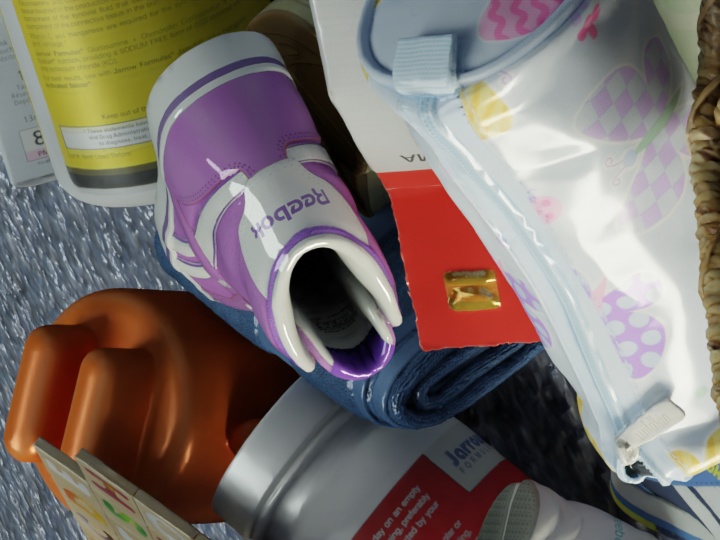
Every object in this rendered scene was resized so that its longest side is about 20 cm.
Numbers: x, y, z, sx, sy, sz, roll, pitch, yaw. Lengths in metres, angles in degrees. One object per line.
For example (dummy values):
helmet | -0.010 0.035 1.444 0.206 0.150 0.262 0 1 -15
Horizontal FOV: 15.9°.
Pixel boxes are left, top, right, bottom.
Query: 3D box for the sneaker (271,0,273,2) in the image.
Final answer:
sneaker | -0.093 -0.120 1.235 0.104 0.060 0.200 53 158 11

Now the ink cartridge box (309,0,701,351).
ink cartridge box | 0.073 -0.052 0.861 0.160 0.050 0.201 -4 118 16

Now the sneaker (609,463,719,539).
sneaker | 0.145 0.062 0.916 0.200 0.074 0.083 19 129 57

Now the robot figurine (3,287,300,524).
robot figurine | -0.086 0.067 1.271 0.143 0.199 0.117 -28 70 33

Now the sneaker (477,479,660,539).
sneaker | 0.061 0.169 0.995 0.071 0.080 0.201 -88 18 -50

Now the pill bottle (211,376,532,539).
pill bottle | 0.038 0.132 1.099 0.200 0.112 0.112 39 151 10

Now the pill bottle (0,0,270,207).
pill bottle | -0.102 -0.137 1.070 0.112 0.112 0.201 24 136 55

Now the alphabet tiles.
alphabet tiles | -0.071 0.146 1.160 0.167 0.008 0.200 33 162 21

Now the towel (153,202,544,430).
towel | 0.000 0.000 1.102 0.200 0.111 0.049 33 155 49

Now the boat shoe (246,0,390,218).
boat shoe | 0.005 -0.076 1.005 0.072 0.065 0.200 49 175 12

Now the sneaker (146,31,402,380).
sneaker | -0.027 0.003 0.962 0.115 0.072 0.201 59 177 19

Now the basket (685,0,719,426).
basket | 0.142 -0.075 0.685 0.143 0.148 0.200 55 156 18

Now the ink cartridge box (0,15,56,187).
ink cartridge box | -0.192 -0.169 1.340 0.163 0.057 0.201 -110 3 -57

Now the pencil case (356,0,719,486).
pencil case | 0.073 -0.022 0.807 0.083 0.091 0.201 20 151 45

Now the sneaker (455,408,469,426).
sneaker | -0.013 0.013 1.196 0.201 0.071 0.098 52 155 19
